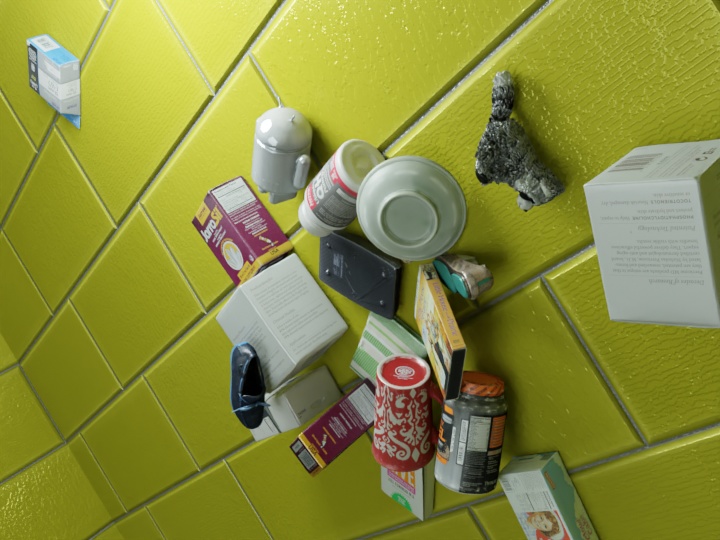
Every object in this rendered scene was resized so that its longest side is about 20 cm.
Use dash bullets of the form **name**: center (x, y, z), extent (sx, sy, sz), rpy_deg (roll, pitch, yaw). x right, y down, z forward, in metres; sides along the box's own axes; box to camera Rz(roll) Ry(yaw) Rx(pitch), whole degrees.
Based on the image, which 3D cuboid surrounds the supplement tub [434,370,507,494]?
- **supplement tub**: center (0.205, 0.296, 1.674), extent (0.121, 0.121, 0.205), rpy_deg (14, 101, 40)

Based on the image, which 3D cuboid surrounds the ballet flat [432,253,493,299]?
- **ballet flat**: center (0.183, 0.007, 1.583), extent (0.200, 0.066, 0.069), rpy_deg (-134, 21, -71)

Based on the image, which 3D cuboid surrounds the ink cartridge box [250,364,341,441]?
- **ink cartridge box**: center (-0.157, 0.302, 2.062), extent (0.199, 0.144, 0.085), rpy_deg (-28, 92, 49)

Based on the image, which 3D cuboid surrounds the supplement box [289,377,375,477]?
- **supplement box**: center (-0.043, 0.328, 1.901), extent (0.086, 0.199, 0.111), rpy_deg (49, 155, 7)

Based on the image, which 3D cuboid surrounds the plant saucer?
- **plant saucer**: center (0.086, -0.097, 1.579), extent (0.195, 0.051, 0.204), rpy_deg (5, 122, 8)

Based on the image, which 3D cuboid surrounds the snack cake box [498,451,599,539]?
- **snack cake box**: center (0.350, 0.445, 1.683), extent (0.114, 0.067, 0.203), rpy_deg (-21, 97, 49)

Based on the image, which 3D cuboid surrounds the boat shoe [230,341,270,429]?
- **boat shoe**: center (-0.232, 0.250, 1.876), extent (0.068, 0.083, 0.204), rpy_deg (30, 137, 47)

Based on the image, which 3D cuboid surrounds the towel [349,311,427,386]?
- **towel**: center (0.058, 0.176, 1.862), extent (0.152, 0.023, 0.202), rpy_deg (40, 134, 21)

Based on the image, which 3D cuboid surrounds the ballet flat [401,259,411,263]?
- **ballet flat**: center (0.072, -0.095, 1.651), extent (0.070, 0.065, 0.204), rpy_deg (27, 130, 35)

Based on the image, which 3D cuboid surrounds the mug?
- **mug**: center (0.105, 0.273, 1.804), extent (0.134, 0.173, 0.204), rpy_deg (-121, 23, -54)

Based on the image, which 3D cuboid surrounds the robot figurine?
- **robot figurine**: center (-0.153, -0.230, 1.766), extent (0.169, 0.112, 0.203), rpy_deg (39, 136, 32)

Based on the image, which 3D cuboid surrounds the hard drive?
- **hard drive**: center (0.000, 0.000, 1.800), extent (0.198, 0.042, 0.137), rpy_deg (28, 131, 32)

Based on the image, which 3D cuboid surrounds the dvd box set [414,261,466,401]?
- **dvd box set**: center (0.140, 0.108, 1.631), extent (0.148, 0.029, 0.203), rpy_deg (93, 164, -48)

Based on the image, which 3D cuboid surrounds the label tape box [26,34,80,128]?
- **label tape box**: center (-0.778, -0.471, 2.306), extent (0.142, 0.066, 0.203), rpy_deg (37, 133, 25)

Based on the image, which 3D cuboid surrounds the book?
- **book**: center (0.099, 0.422, 1.952), extent (0.132, 0.048, 0.204), rpy_deg (27, 131, 38)

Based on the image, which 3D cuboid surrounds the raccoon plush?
- **raccoon plush**: center (0.252, -0.193, 1.395), extent (0.132, 0.096, 0.204), rpy_deg (16, 124, 30)

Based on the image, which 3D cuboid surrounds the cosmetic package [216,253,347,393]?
- **cosmetic package**: center (-0.167, 0.112, 1.931), extent (0.202, 0.166, 0.166), rpy_deg (53, 142, 8)

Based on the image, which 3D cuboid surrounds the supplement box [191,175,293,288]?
- **supplement box**: center (-0.258, -0.078, 1.973), extent (0.201, 0.102, 0.131), rpy_deg (53, 141, 9)

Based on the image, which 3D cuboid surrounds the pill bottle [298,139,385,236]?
- **pill bottle**: center (-0.039, -0.146, 1.700), extent (0.112, 0.110, 0.200), rpy_deg (54, 139, 6)

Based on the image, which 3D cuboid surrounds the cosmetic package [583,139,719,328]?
- **cosmetic package**: center (0.428, -0.053, 1.232), extent (0.164, 0.166, 0.204), rpy_deg (1, 114, 44)
